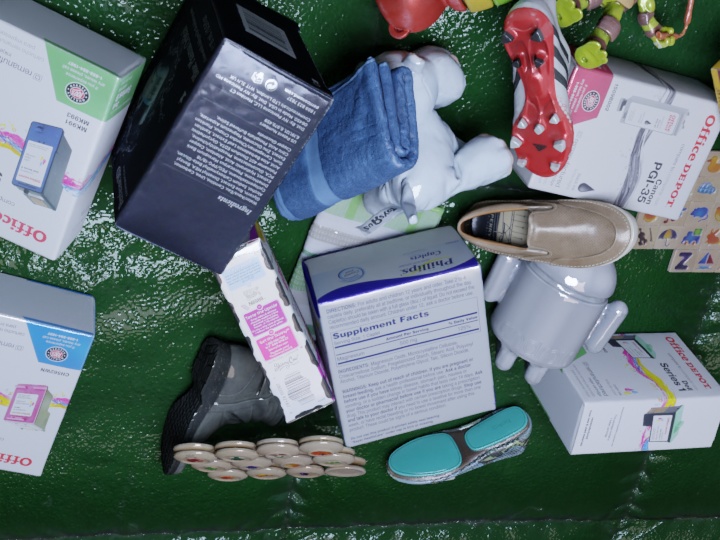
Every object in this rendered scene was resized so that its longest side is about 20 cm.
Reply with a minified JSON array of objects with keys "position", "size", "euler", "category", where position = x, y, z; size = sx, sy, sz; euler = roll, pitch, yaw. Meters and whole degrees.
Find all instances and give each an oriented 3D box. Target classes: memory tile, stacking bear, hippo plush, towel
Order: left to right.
[{"position":[-0.101,0.219,1.232],"size":[0.198,0.017,0.153],"euler":[-6,157,13],"category":"memory tile"},{"position":[-0.025,-0.123,1.049],"size":[0.048,0.113,0.199],"euler":[2,166,-40],"category":"towel"},{"position":[0.000,0.000,1.233],"size":[0.148,0.031,0.201],"euler":[11,117,-22],"category":"towel"},{"position":[0.043,-0.143,1.106],"size":[0.199,0.159,0.162],"euler":[-27,100,-39],"category":"hippo plush"},{"position":[0.104,-0.300,1.035],"size":[0.199,0.122,0.114],"euler":[-26,169,12],"category":"stacking bear"}]

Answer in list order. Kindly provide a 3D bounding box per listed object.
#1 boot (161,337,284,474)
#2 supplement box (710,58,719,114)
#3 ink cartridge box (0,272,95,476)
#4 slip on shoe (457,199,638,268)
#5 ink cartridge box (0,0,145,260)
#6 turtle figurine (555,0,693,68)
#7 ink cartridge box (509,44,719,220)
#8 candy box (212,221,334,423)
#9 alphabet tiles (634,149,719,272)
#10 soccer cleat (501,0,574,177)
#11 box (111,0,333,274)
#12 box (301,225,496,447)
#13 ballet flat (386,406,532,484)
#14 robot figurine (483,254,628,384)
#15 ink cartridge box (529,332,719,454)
[{"position":[-0.151,0.173,1.278],"size":[0.130,0.068,0.201],"euler":[15,117,-30],"category":"boot"},{"position":[0.477,-0.212,1.146],"size":[0.200,0.103,0.132],"euler":[-45,128,-25],"category":"supplement box"},{"position":[-0.386,0.113,1.160],"size":[0.143,0.085,0.201],"euler":[16,116,-24],"category":"ink cartridge box"},{"position":[0.201,-0.044,1.176],"size":[0.060,0.198,0.077],"euler":[-8,106,-59],"category":"slip on shoe"},{"position":[-0.309,-0.133,1.007],"size":[0.144,0.088,0.201],"euler":[26,115,-6],"category":"ink cartridge box"},{"position":[0.260,-0.295,1.093],"size":[0.161,0.064,0.201],"euler":[-44,125,-22],"category":"turtle figurine"},{"position":[0.284,-0.153,1.186],"size":[0.198,0.083,0.148],"euler":[10,117,-18],"category":"ink cartridge box"},{"position":[-0.099,0.042,1.145],"size":[0.061,0.137,0.201],"euler":[-25,112,-1],"category":"candy box"},{"position":[0.432,-0.071,1.326],"size":[0.198,0.008,0.169],"euler":[0,121,-15],"category":"alphabet tiles"},{"position":[0.184,-0.186,1.079],"size":[0.068,0.085,0.201],"euler":[7,135,28],"category":"soccer cleat"},{"position":[-0.139,-0.142,1.006],"size":[0.117,0.197,0.201],"euler":[25,112,-26],"category":"box"},{"position":[0.044,0.073,1.211],"size":[0.182,0.105,0.202],"euler":[-13,121,-6],"category":"box"},{"position":[0.132,0.241,1.398],"size":[0.198,0.074,0.075],"euler":[-18,124,-1],"category":"ballet flat"},{"position":[0.228,0.035,1.268],"size":[0.168,0.113,0.201],"euler":[23,113,-4],"category":"robot figurine"},{"position":[0.334,0.151,1.349],"size":[0.198,0.145,0.085],"euler":[0,121,-15],"category":"ink cartridge box"}]
